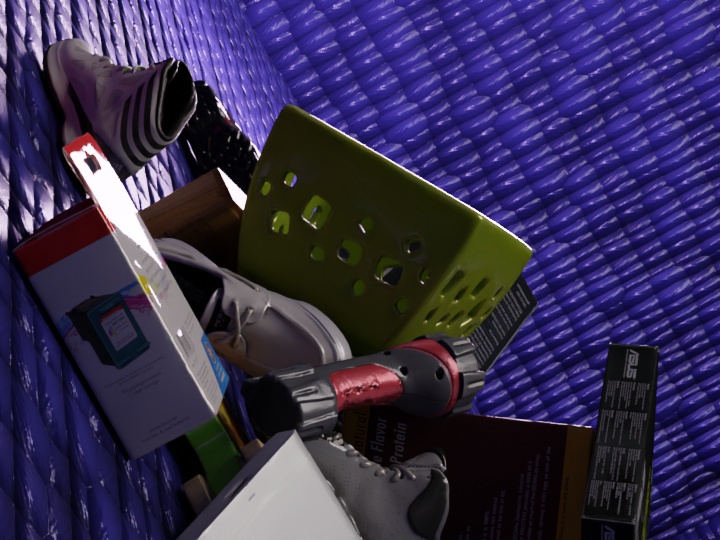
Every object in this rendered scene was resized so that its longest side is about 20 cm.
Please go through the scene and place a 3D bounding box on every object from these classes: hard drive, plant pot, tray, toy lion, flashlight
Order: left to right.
[{"bbox_3d":[-0.126,-0.019,1.693,0.037,0.098,0.200,63,6,19],"label":"tray"},{"bbox_3d":[-0.085,0.157,1.470,0.200,0.069,0.192,59,-1,-31],"label":"toy lion"},{"bbox_3d":[-0.036,0.227,1.341,0.132,0.026,0.200,-46,112,-43],"label":"hard drive"},{"bbox_3d":[0.000,0.000,1.640,0.200,0.182,0.199,32,3,19],"label":"plant pot"},{"bbox_3d":[0.007,0.091,1.474,0.200,0.068,0.068,-11,81,-49],"label":"flashlight"}]

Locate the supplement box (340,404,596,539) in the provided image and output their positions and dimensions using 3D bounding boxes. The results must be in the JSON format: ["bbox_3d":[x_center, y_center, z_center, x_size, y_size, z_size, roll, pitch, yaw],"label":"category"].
[{"bbox_3d":[0.084,0.216,1.602,0.133,0.199,0.198,39,57,-76],"label":"supplement box"}]

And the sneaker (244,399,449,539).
[{"bbox_3d":[0.002,0.149,1.520,0.200,0.115,0.075,58,-12,-1],"label":"sneaker"}]

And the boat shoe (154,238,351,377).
[{"bbox_3d":[-0.101,0.034,1.524,0.200,0.072,0.066,34,12,17],"label":"boat shoe"}]

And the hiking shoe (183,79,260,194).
[{"bbox_3d":[-0.139,-0.117,2.175,0.200,0.076,0.101,64,9,30],"label":"hiking shoe"}]

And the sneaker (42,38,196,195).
[{"bbox_3d":[-0.190,-0.144,1.630,0.076,0.115,0.201,57,7,-39],"label":"sneaker"}]

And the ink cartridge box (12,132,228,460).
[{"bbox_3d":[-0.166,0.014,1.328,0.200,0.067,0.116,61,5,-7],"label":"ink cartridge box"}]

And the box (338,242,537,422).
[{"bbox_3d":[0.024,0.043,1.891,0.200,0.197,0.124,20,-25,42],"label":"box"}]

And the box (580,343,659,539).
[{"bbox_3d":[0.202,0.193,1.555,0.200,0.047,0.194,-71,165,-50],"label":"box"}]

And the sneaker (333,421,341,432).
[{"bbox_3d":[-0.030,0.172,1.784,0.076,0.075,0.200,56,9,-34],"label":"sneaker"}]
